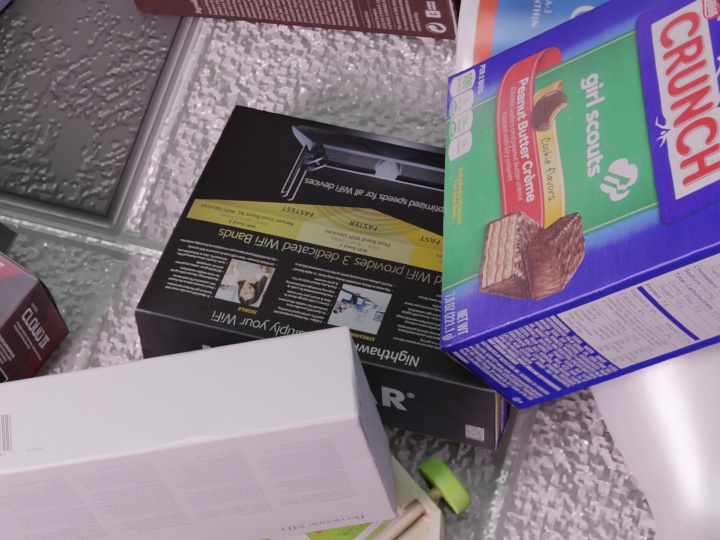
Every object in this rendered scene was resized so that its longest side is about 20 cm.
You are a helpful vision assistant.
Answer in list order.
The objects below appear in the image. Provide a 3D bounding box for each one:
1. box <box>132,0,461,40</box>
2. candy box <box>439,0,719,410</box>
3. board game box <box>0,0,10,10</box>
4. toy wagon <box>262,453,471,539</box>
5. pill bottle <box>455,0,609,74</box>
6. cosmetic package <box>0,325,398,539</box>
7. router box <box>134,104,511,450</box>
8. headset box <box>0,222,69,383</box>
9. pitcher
[{"bbox_3d":[-0.034,-0.201,1.312,0.198,0.075,0.101,5,67,12],"label":"box"},{"bbox_3d":[0.137,-0.046,1.082,0.199,0.077,0.170,-22,50,33],"label":"candy box"},{"bbox_3d":[-0.265,-0.248,1.381,0.200,0.041,0.200,37,76,21],"label":"board game box"},{"bbox_3d":[-0.045,0.121,1.187,0.155,0.040,0.200,-39,66,-10],"label":"toy wagon"},{"bbox_3d":[0.155,-0.110,1.223,0.198,0.112,0.113,4,67,9],"label":"pill bottle"},{"bbox_3d":[-0.089,0.092,1.102,0.198,0.151,0.052,-9,63,4],"label":"cosmetic package"},{"bbox_3d":[0.000,0.000,1.203,0.199,0.052,0.158,13,51,14],"label":"router box"},{"bbox_3d":[-0.266,0.042,1.217,0.148,0.075,0.200,31,73,19],"label":"headset box"},{"bbox_3d":[0.197,0.059,1.125,0.171,0.121,0.201,-18,66,29],"label":"pitcher"}]
